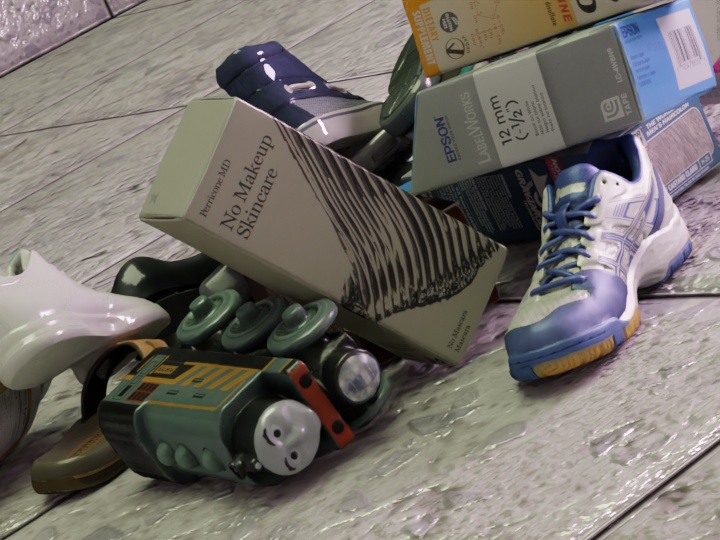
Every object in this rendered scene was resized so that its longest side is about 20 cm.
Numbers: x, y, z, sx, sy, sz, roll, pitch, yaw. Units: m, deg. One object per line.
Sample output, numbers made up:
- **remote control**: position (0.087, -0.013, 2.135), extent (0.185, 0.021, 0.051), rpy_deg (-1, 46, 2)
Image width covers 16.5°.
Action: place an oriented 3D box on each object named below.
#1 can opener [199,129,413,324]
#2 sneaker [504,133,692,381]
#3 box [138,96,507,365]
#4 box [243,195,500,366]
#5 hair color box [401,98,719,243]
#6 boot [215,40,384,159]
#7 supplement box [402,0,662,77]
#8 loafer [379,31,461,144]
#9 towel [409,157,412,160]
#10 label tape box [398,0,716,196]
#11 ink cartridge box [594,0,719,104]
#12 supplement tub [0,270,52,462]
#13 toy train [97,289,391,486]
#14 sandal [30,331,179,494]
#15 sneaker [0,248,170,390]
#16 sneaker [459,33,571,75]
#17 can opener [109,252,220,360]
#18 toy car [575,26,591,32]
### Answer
- **can opener**: position (-0.019, -0.028, 1.720), extent (0.200, 0.067, 0.053), rpy_deg (-44, -26, -6)
- **sneaker**: position (0.120, -0.010, 1.398), extent (0.075, 0.088, 0.200), rpy_deg (-14, 18, 29)
- **box**: position (-0.020, -0.021, 1.433), extent (0.068, 0.199, 0.082), rpy_deg (5, 71, 62)
- **box**: position (0.000, 0.000, 1.596), extent (0.100, 0.075, 0.200), rpy_deg (-29, 13, -16)
- **hair color box**: position (0.131, -0.067, 1.644), extent (0.100, 0.061, 0.200), rpy_deg (-36, 18, -33)
- **boot**: position (-0.035, -0.119, 1.735), extent (0.073, 0.091, 0.200), rpy_deg (-37, -5, 13)
- **supplement box**: position (0.118, -0.207, 1.508), extent (0.199, 0.127, 0.073), rpy_deg (-18, 2, 26)
- **loafer**: position (0.058, -0.130, 1.720), extent (0.072, 0.063, 0.200), rpy_deg (-48, 11, 27)
- **towel**: position (0.065, -0.087, 1.828), extent (0.200, 0.024, 0.147), rpy_deg (-29, 34, -22)
- **label tape box**: position (0.100, -0.102, 1.524), extent (0.199, 0.066, 0.143), rpy_deg (-15, 5, 28)
- **ink cartridge box**: position (0.257, -0.174, 1.640), extent (0.199, 0.116, 0.068), rpy_deg (-2, -17, 15)
- **supplement tub**: position (-0.297, 0.086, 1.620), extent (0.144, 0.145, 0.200), rpy_deg (-17, 16, 27)
- **toy train**: position (-0.068, 0.074, 1.432), extent (0.114, 0.085, 0.200), rpy_deg (-45, 24, -23)
- **sandal**: position (-0.153, 0.078, 1.595), extent (0.081, 0.055, 0.200), rpy_deg (-14, 17, 36)
- **sneaker**: position (-0.195, 0.024, 1.629), extent (0.075, 0.089, 0.200), rpy_deg (-44, -14, 14)
- **sneaker**: position (0.101, -0.175, 1.685), extent (0.079, 0.078, 0.201), rpy_deg (-2, 50, 31)
- **can opener**: position (-0.105, 0.007, 1.794), extent (0.200, 0.079, 0.063), rpy_deg (-27, -18, -33)
- **toy car**: position (0.168, -0.193, 1.791), extent (0.174, 0.151, 0.200), rpy_deg (-17, 23, -22)
